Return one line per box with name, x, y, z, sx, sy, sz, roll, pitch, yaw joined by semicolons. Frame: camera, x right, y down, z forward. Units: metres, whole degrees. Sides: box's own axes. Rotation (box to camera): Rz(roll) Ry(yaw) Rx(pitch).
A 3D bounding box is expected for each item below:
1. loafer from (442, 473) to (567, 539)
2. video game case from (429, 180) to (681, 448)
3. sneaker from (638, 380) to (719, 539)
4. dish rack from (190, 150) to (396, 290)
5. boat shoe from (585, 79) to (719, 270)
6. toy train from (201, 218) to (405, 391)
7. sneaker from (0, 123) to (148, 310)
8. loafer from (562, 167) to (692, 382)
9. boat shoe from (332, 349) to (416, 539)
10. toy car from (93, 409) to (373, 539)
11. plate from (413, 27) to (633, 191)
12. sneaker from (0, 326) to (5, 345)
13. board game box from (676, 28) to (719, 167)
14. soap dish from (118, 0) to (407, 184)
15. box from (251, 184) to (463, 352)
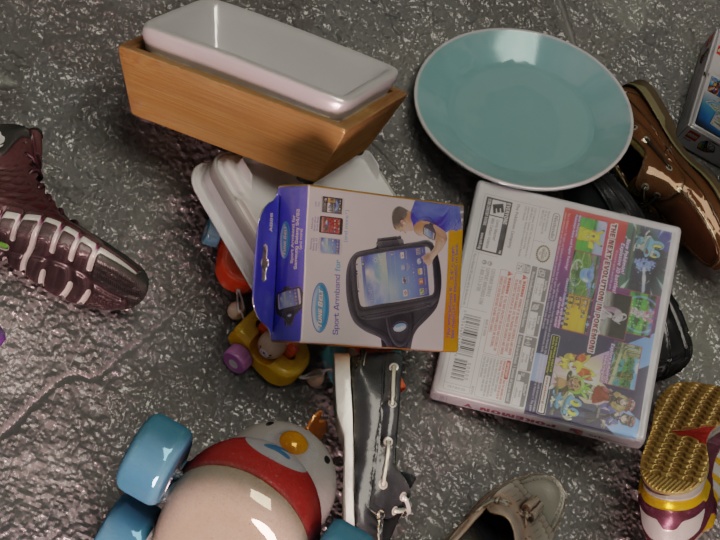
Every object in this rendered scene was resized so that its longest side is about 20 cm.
loafer;0.101;0.220;1.674;0.199;0.063;0.072;-34;82;-34
video game case;0.165;0.035;1.783;0.180;0.023;0.202;13;66;2
sneaker;0.272;0.168;1.785;0.074;0.091;0.200;10;28;20
dish rack;-0.026;-0.037;1.720;0.199;0.044;0.172;-6;56;-44
boat shoe;0.267;-0.078;1.913;0.068;0.072;0.201;-19;63;-28
toy train;-0.038;0.025;1.718;0.198;0.056;0.151;22;57;-13
sneaker;-0.245;-0.055;1.654;0.199;0.076;0.116;25;53;-11
loafer;0.222;0.002;1.843;0.070;0.068;0.202;-11;72;-39
boat shoe;0.013;0.159;1.638;0.060;0.076;0.202;-4;81;-2
toy car;-0.068;0.162;1.574;0.183;0.178;0.200;28;42;5
plate;0.143;-0.138;1.883;0.198;0.026;0.201;6;48;-6
sneaker;-0.303;0.126;1.532;0.088;0.080;0.201;34;59;-13
board game box;0.401;-0.130;2.018;0.199;0.035;0.127;29;56;-9
soap dish;-0.079;-0.145;1.715;0.198;0.082;0.157;21;21;13
box;0.000;0.000;1.645;0.199;0.041;0.120;5;86;-47
